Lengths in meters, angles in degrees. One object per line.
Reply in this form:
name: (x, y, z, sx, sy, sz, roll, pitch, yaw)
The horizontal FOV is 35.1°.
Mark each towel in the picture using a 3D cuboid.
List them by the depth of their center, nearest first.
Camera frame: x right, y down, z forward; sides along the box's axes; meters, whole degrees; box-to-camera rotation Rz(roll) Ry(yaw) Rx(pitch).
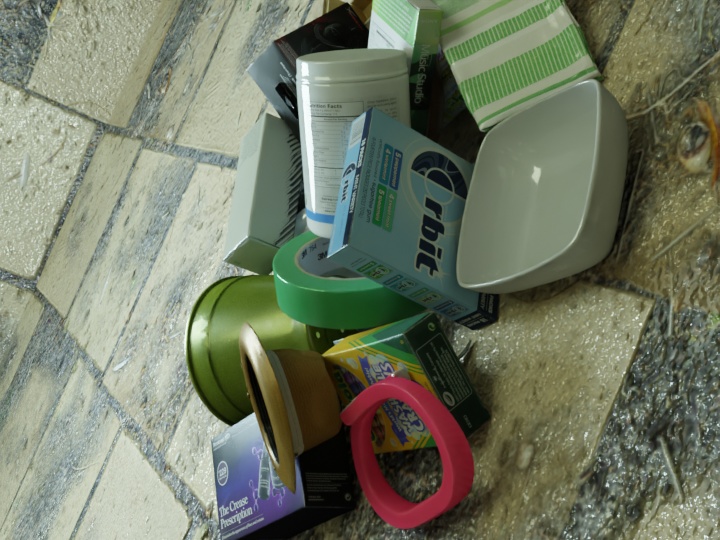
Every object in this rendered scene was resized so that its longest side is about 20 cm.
towel: (0.167, -0.259, 1.268, 0.151, 0.023, 0.202, -26, 59, 13)

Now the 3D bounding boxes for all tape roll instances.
tape roll: (0.000, 0.000, 1.300, 0.201, 0.198, 0.049, -131, 32, -62)

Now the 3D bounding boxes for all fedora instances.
fedora: (-0.071, 0.139, 1.225, 0.200, 0.081, 0.203, 162, 90, -78)

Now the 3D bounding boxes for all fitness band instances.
fitness band: (0.044, 0.183, 1.149, 0.145, 0.037, 0.200, 60, 147, 11)

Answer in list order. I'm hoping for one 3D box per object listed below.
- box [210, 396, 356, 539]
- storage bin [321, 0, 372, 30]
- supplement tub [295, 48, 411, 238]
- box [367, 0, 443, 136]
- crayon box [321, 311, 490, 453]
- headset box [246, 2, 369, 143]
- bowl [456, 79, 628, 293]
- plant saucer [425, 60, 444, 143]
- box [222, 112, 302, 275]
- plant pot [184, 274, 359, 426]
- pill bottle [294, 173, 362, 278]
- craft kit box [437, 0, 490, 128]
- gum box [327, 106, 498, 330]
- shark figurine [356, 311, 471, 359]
box: (-0.098, 0.243, 1.379, 0.200, 0.078, 0.143, -36, 53, 46)
storage bin: (0.030, -0.394, 1.697, 0.200, 0.093, 0.200, -40, 36, 43)
supplement tub: (-0.005, -0.146, 1.304, 0.132, 0.130, 0.203, -149, 53, -64)
box: (0.046, -0.239, 1.375, 0.145, 0.036, 0.202, -123, 33, -54)
crayon box: (0.034, 0.126, 1.212, 0.051, 0.127, 0.199, -33, 7, -33)
headset box: (-0.048, -0.258, 1.550, 0.077, 0.149, 0.200, -35, 3, 43)
bowl: (0.191, -0.071, 1.143, 0.199, 0.074, 0.202, -23, 48, 55)
plant saucer: (0.062, -0.214, 1.436, 0.200, 0.036, 0.203, 176, 90, -70)
box: (-0.125, -0.101, 1.510, 0.082, 0.068, 0.202, -37, 40, 50)
plant pot: (-0.083, 0.087, 1.419, 0.192, 0.200, 0.203, -16, 53, 43)
pill bottle: (-0.055, -0.060, 1.551, 0.115, 0.113, 0.200, -57, 28, 16)
craft kit box: (0.141, -0.301, 1.416, 0.200, 0.048, 0.200, 141, 142, -67)
gum box: (0.068, -0.053, 1.215, 0.044, 0.199, 0.172, -28, 44, 49)
shark figurine: (0.036, 0.077, 1.297, 0.129, 0.089, 0.215, -58, 25, 17)
